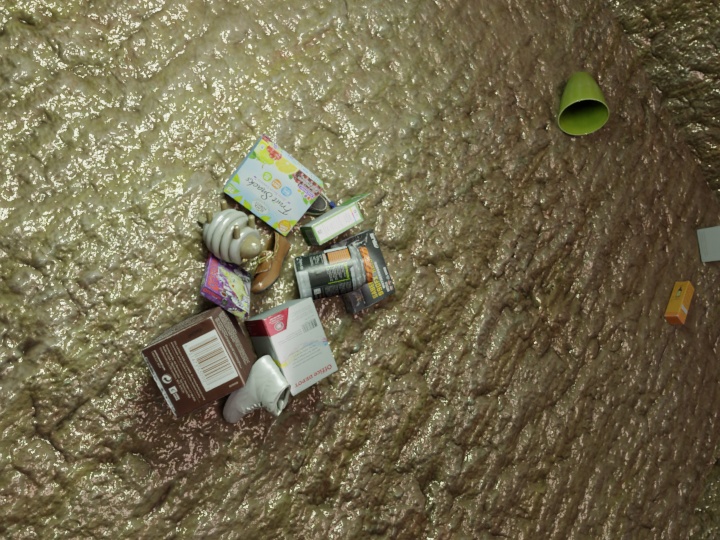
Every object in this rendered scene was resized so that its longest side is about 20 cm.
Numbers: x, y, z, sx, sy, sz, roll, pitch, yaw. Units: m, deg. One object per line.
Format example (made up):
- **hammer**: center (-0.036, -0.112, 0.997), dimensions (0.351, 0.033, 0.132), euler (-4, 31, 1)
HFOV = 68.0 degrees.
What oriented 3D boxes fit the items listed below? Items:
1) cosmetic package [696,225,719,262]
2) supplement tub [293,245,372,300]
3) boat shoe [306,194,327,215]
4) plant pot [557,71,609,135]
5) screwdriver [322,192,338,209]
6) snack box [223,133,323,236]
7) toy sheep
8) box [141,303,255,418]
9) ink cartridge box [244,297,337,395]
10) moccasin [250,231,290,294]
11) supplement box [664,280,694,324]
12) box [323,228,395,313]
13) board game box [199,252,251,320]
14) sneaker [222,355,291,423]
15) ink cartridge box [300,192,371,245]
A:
- **cosmetic package**: center (1.773, -0.139, 2.587), dimensions (0.197, 0.164, 0.168), euler (-7, 87, -32)
- **supplement tub**: center (-0.072, 0.005, 1.413), dimensions (0.196, 0.123, 0.125), euler (-12, 90, -7)
- **boat shoe**: center (-0.169, -0.213, 1.449), dimensions (0.198, 0.064, 0.074), euler (26, 71, -27)
- **plant pot**: center (0.869, -0.675, 2.102), dimensions (0.185, 0.186, 0.203), euler (24, 57, -27)
- **screwdriver**: center (-0.098, -0.205, 1.512), dimensions (0.200, 0.028, 0.029), euler (46, 35, -22)
- **snack box**: center (-0.221, -0.216, 1.367), dimensions (0.199, 0.068, 0.169), euler (37, 107, -22)
- **toy sheep**: center (-0.317, -0.089, 1.293), dimensions (0.198, 0.139, 0.138), euler (32, 61, 23)
- **box**: center (-0.348, 0.188, 1.181), dimensions (0.162, 0.200, 0.168), euler (-26, 98, -2)
- **ink cartridge box**: center (-0.176, 0.191, 1.349), dimensions (0.144, 0.144, 0.203), euler (-23, 96, -32)
- **moccasin**: center (-0.234, -0.022, 1.345), dimensions (0.078, 0.073, 0.203), euler (47, 42, -27)
- **supplement box**: center (1.439, 0.144, 2.404), dimensions (0.069, 0.066, 0.202), euler (41, 66, -21)
- **box**: center (0.000, 0.000, 1.538), dimensions (0.157, 0.048, 0.203), euler (-24, 96, -32)
- **board game box**: center (-0.316, 0.030, 1.266), dimensions (0.119, 0.201, 0.032), euler (32, 107, -23)
- **sneaker**: center (-0.243, 0.315, 1.264), dimensions (0.201, 0.115, 0.073), euler (-55, 155, 17)
- **ink cartridge box**: center (-0.058, -0.140, 1.464), dimensions (0.198, 0.103, 0.060), euler (-32, 104, -19)
